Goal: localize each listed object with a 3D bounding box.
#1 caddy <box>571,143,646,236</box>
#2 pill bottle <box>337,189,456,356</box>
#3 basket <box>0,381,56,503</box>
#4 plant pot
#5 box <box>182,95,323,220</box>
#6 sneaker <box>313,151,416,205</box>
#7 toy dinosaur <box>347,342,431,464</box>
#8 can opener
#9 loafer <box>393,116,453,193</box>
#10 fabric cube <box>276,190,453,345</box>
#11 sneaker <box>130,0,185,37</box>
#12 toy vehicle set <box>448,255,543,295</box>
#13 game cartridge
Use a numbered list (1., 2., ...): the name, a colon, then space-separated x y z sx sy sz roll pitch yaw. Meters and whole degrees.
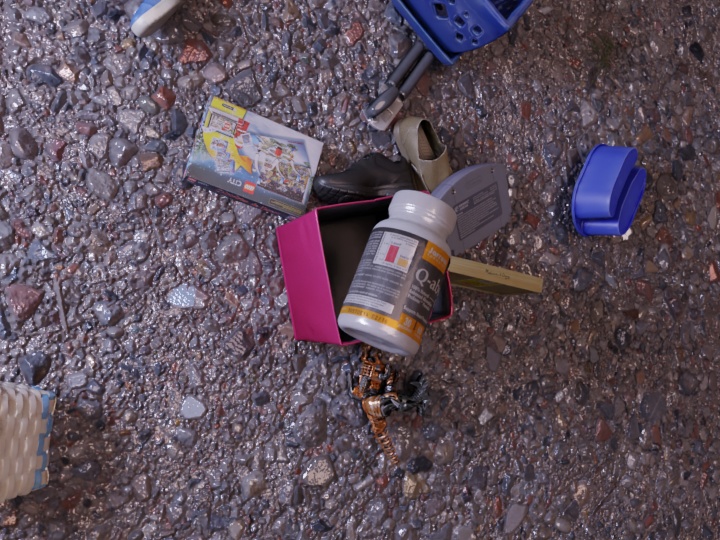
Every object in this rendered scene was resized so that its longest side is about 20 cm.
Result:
1. caddy: 0.498 -0.164 1.288 0.141 0.104 0.201 43 68 -39
2. pill bottle: 0.054 0.003 0.846 0.116 0.116 0.202 27 76 -20
3. basket: -0.492 0.214 0.772 0.199 0.138 0.179 16 77 -53
4. plant pot: 0.180 -0.502 1.116 0.200 0.179 0.201 45 59 -15
5. box: -0.170 -0.177 1.018 0.198 0.038 0.138 19 78 -22
6. sneaker: 0.006 -0.159 1.086 0.198 0.076 0.092 -3 81 -34
7. toy dinosaur: 0.047 0.216 1.069 0.134 0.102 0.203 -7 103 -2
8. can opener: 0.073 -0.332 1.132 0.053 0.066 0.201 41 66 -17
9. loafer: 0.127 -0.187 1.136 0.076 0.067 0.201 -38 103 -22
10. fabric cube: 0.000 0.000 0.994 0.198 0.199 0.199 -11 89 -24
11. sneaker: -0.311 -0.453 0.954 0.111 0.076 0.201 41 67 -22
12. toy vehicle set: 0.209 0.012 1.127 0.198 0.124 0.027 13 81 -23
13. game cartridge: 0.202 -0.118 1.149 0.199 0.040 0.135 -30 118 -36
